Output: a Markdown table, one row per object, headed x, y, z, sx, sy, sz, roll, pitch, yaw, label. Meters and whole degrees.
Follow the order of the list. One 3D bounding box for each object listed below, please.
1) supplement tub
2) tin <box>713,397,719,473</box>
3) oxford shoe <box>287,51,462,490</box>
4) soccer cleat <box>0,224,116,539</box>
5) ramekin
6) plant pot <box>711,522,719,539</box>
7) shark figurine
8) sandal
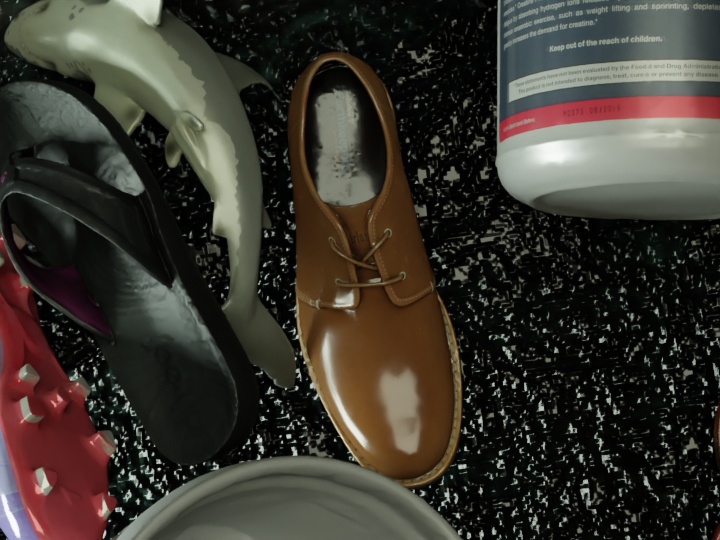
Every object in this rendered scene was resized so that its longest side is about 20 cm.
| x | y | z | sx | sy | sz | roll | pitch | yaw | label |
| --- | --- | --- | --- | --- | --- | --- | --- | --- | --- |
| 0.128 | -0.129 | 0.815 | 0.139 | 0.140 | 0.202 | 1 | 84 | 4 | supplement tub |
| 0.254 | 0.087 | 0.835 | 0.198 | 0.042 | 0.113 | 16 | 81 | 5 | tin |
| 0.000 | 0.000 | 0.846 | 0.071 | 0.071 | 0.202 | -14 | 84 | 1 | oxford shoe |
| -0.163 | 0.057 | 0.825 | 0.076 | 0.067 | 0.201 | -39 | 52 | 16 | soccer cleat |
| -0.043 | 0.182 | 0.778 | 0.198 | 0.105 | 0.202 | 6 | 77 | -25 | ramekin |
| 0.249 | 0.136 | 0.722 | 0.175 | 0.200 | 0.201 | 29 | 83 | -7 | plant pot |
| -0.066 | -0.061 | 0.857 | 0.128 | 0.089 | 0.216 | -41 | 72 | 33 | shark figurine |
| -0.113 | -0.006 | 0.814 | 0.075 | 0.048 | 0.201 | -48 | 67 | 30 | sandal |
